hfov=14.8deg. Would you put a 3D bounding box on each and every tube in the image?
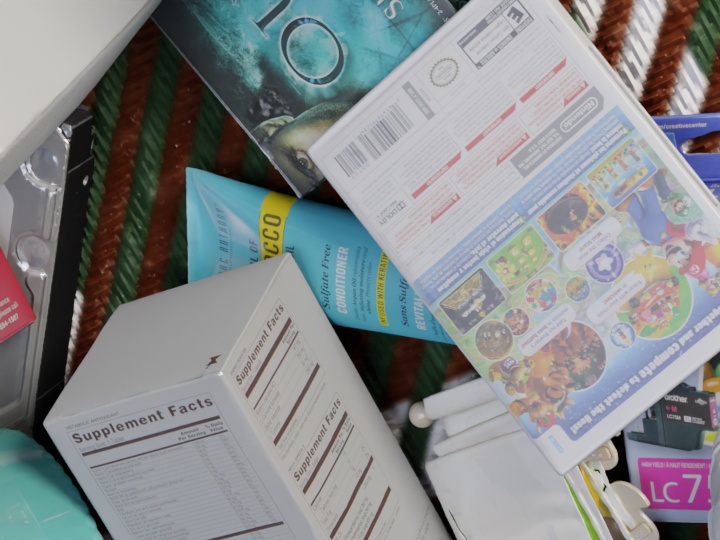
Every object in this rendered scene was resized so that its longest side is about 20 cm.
[{"bbox_3d":[0.000,0.000,1.393,0.199,0.050,0.078,11,108,25],"label":"tube"}]

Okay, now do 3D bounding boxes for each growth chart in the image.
[{"bbox_3d":[0.098,0.137,1.393,0.144,0.018,0.201,-10,105,45],"label":"growth chart"}]

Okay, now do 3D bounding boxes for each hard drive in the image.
[{"bbox_3d":[-0.218,-0.011,1.489,0.139,0.038,0.201,19,116,16],"label":"hard drive"}]

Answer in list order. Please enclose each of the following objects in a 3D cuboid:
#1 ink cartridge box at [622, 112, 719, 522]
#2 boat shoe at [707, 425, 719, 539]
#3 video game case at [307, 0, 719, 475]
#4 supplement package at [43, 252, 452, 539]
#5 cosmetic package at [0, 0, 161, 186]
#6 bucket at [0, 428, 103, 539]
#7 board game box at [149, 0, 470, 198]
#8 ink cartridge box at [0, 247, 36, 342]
[{"bbox_3d":[0.178,0.024,1.324,0.119,0.042,0.201,-1,108,24],"label":"ink cartridge box"},{"bbox_3d":[0.202,0.158,1.317,0.072,0.069,0.201,6,134,18],"label":"boat shoe"},{"bbox_3d":[0.086,-0.024,1.309,0.143,0.018,0.200,-41,83,21],"label":"video game case"},{"bbox_3d":[-0.050,0.112,1.396,0.113,0.110,0.200,-16,115,28],"label":"supplement package"},{"bbox_3d":[-0.225,-0.130,1.310,0.199,0.200,0.123,41,129,-4],"label":"cosmetic package"},{"bbox_3d":[-0.218,0.182,1.402,0.207,0.134,0.208,26,122,50],"label":"bucket"},{"bbox_3d":[-0.045,-0.151,1.360,0.135,0.028,0.200,-40,91,30],"label":"board game box"},{"bbox_3d":[-0.271,-0.028,1.399,0.084,0.145,0.201,-23,98,30],"label":"ink cartridge box"}]
